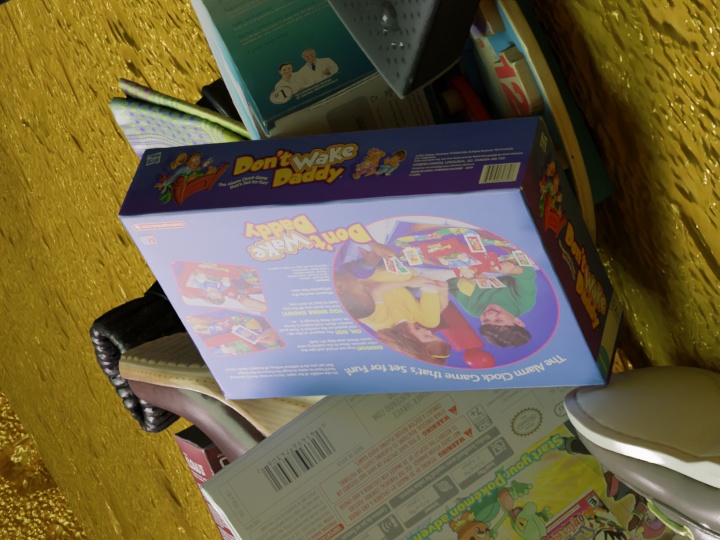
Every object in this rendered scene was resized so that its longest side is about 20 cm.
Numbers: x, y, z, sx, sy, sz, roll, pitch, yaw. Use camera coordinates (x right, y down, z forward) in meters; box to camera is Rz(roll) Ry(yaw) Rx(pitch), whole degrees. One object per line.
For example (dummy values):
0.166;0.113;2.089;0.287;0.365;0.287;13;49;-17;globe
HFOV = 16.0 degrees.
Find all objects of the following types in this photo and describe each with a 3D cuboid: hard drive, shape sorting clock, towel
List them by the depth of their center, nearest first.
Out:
0.002;-0.190;1.151;0.200;0.042;0.135;59;147;32;hard drive
0.056;-0.088;1.221;0.200;0.039;0.200;55;163;27;shape sorting clock
-0.064;-0.027;1.523;0.143;0.023;0.200;22;154;32;towel

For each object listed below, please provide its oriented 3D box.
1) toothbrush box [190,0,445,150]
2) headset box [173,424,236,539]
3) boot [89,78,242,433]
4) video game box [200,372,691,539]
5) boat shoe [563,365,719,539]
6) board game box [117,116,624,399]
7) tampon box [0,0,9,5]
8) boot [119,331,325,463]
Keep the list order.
-0.022;-0.096;1.287;0.200;0.085;0.147;-119;5;-47;toothbrush box
-0.016;0.144;1.637;0.200;0.148;0.075;65;164;-12;headset box
-0.113;-0.006;1.686;0.079;0.158;0.212;38;151;57;boot
0.055;0.123;1.247;0.182;0.200;0.047;55;179;13;video game box
0.155;0.089;1.129;0.202;0.072;0.060;21;131;63;boat shoe
0.006;-0.002;1.186;0.199;0.045;0.135;-3;137;24;board game box
-0.181;-0.242;1.438;0.150;0.200;0.126;66;164;-11;tampon box
-0.046;0.121;1.364;0.200;0.072;0.167;8;112;41;boot
